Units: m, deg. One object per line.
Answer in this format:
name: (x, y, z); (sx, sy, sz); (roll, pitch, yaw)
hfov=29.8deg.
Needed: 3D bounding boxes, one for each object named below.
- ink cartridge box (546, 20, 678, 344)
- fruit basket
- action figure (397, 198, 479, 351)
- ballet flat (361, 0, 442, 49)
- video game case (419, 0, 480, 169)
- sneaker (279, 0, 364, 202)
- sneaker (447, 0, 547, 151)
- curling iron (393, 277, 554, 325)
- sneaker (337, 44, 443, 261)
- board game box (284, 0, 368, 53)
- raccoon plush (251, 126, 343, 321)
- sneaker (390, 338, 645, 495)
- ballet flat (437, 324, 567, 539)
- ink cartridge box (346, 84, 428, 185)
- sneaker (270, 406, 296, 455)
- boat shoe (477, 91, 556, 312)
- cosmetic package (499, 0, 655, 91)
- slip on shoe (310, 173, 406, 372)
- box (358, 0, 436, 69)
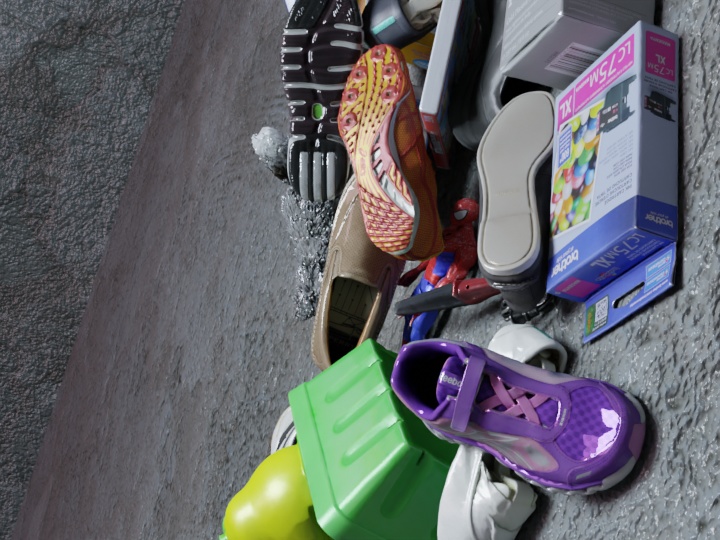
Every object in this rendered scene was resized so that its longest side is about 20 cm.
ink cartridge box: (0.178, -0.062, 0.961); (0.119, 0.042, 0.202); (137, 142, -58)
fruit basket: (-0.010, 0.183, 1.121); (0.216, 0.155, 0.217); (-44, 29, 31)
action figure: (0.060, 0.022, 1.222); (0.066, 0.051, 0.201); (-100, 32, -61)
ballet flat: (0.077, -0.268, 1.274); (0.200, 0.073, 0.073); (-43, -4, -38)
video game case: (0.083, -0.183, 1.218); (0.200, 0.017, 0.145); (51, -128, -78)
sneaker: (-0.037, -0.168, 1.272); (0.116, 0.075, 0.202); (-64, -19, -84)
sneaker: (0.139, -0.200, 1.151); (0.090, 0.075, 0.202); (8, 87, 60)
curling iron: (0.085, 0.023, 1.105); (0.050, 0.026, 0.199); (-51, 24, -25)
sneaker: (0.029, -0.102, 1.191); (0.072, 0.077, 0.202); (-14, 72, 28)
board game box: (-0.019, -0.301, 1.377); (0.041, 0.199, 0.202); (-12, 101, 30)
raccoon plush: (-0.067, -0.037, 1.427); (0.096, 0.199, 0.135); (-20, 42, 51)
sneaker: (0.096, 0.091, 0.916); (0.199, 0.088, 0.081); (13, 75, 43)
ballet flat: (0.106, 0.137, 0.984); (0.069, 0.069, 0.202); (175, 111, -70)
ink cartridge box: (0.027, -0.125, 1.333); (0.200, 0.066, 0.117); (-87, 8, -75)
sneaker: (-0.069, 0.229, 1.380); (0.088, 0.075, 0.202); (161, 121, -68)
boat shoe: (0.125, -0.055, 1.051); (0.057, 0.066, 0.201); (66, -152, -43)
cosmetic package: (0.173, -0.252, 1.050); (0.107, 0.089, 0.202); (138, 140, -62)
slip on shoe: (0.000, 0.000, 1.220); (0.061, 0.075, 0.202); (-92, 20, -85)
box: (0.056, -0.300, 1.368); (0.041, 0.118, 0.202); (134, 147, -54)
